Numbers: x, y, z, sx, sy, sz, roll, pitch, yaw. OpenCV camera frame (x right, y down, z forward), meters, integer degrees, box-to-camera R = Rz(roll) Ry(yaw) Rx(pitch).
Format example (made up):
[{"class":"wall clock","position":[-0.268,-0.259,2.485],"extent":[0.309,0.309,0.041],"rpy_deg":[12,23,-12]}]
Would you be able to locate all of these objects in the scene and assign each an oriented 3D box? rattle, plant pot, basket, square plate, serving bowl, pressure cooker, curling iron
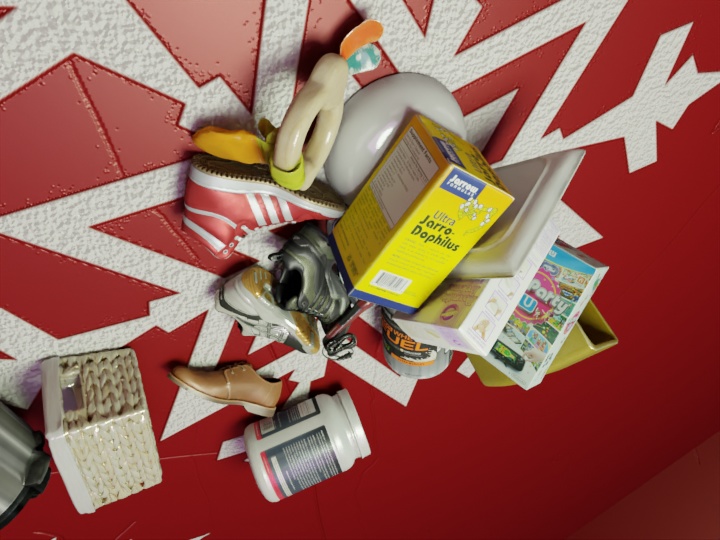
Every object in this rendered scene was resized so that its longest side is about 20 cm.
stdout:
[{"class":"rattle","position":[-0.076,-0.202,0.655],"extent":[0.130,0.142,0.202],"rpy_deg":[4,111,-62]},{"class":"plant pot","position":[0.273,0.090,0.974],"extent":[0.199,0.197,0.193],"rpy_deg":[-38,158,27]},{"class":"basket","position":[-0.361,0.223,0.822],"extent":[0.122,0.136,0.202],"rpy_deg":[-12,134,-23]},{"class":"square plate","position":[0.164,-0.072,0.745],"extent":[0.028,0.197,0.201],"rpy_deg":[44,68,-23]},{"class":"serving bowl","position":[0.055,-0.145,0.749],"extent":[0.198,0.066,0.202],"rpy_deg":[-14,134,-15]},{"class":"pressure cooker","position":[-0.508,0.245,0.734],"extent":[0.179,0.175,0.201],"rpy_deg":[-43,144,-25]},{"class":"curling iron","position":[0.017,0.049,0.832],"extent":[0.049,0.026,0.201],"rpy_deg":[39,89,-3]}]

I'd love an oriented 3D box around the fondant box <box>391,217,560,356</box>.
[{"class":"fondant box","position":[0.148,0.006,0.755],"extent":[0.058,0.144,0.201],"rpy_deg":[43,71,-23]}]

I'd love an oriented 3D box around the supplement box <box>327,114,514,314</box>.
[{"class":"supplement box","position":[0.065,-0.061,0.702],"extent":[0.109,0.109,0.200],"rpy_deg":[18,124,-34]}]

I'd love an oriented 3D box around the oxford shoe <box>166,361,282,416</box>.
[{"class":"oxford shoe","position":[-0.210,0.174,0.918],"extent":[0.199,0.071,0.072],"rpy_deg":[25,88,-41]}]

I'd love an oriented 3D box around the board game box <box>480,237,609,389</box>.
[{"class":"board game box","position":[0.239,0.045,0.845],"extent":[0.064,0.147,0.202],"rpy_deg":[-4,123,-51]}]

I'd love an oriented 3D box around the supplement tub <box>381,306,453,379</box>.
[{"class":"supplement tub","position":[0.093,0.070,0.926],"extent":[0.121,0.123,0.201],"rpy_deg":[-17,136,-12]}]

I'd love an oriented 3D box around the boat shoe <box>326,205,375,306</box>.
[{"class":"boat shoe","position":[0.000,0.000,0.852],"extent":[0.071,0.068,0.201],"rpy_deg":[-20,136,-10]}]

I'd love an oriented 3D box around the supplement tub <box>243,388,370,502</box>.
[{"class":"supplement tub","position":[-0.095,0.307,1.034],"extent":[0.198,0.141,0.141],"rpy_deg":[-21,136,-8]}]

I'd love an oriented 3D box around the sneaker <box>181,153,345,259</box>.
[{"class":"sneaker","position":[-0.123,-0.068,0.722],"extent":[0.198,0.071,0.113],"rpy_deg":[11,120,-25]}]

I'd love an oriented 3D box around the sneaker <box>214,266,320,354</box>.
[{"class":"sneaker","position":[-0.134,0.068,0.855],"extent":[0.087,0.076,0.200],"rpy_deg":[-24,135,17]}]

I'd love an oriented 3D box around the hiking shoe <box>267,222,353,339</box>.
[{"class":"hiking shoe","position":[-0.076,0.032,0.825],"extent":[0.100,0.076,0.202],"rpy_deg":[-33,130,-23]}]
